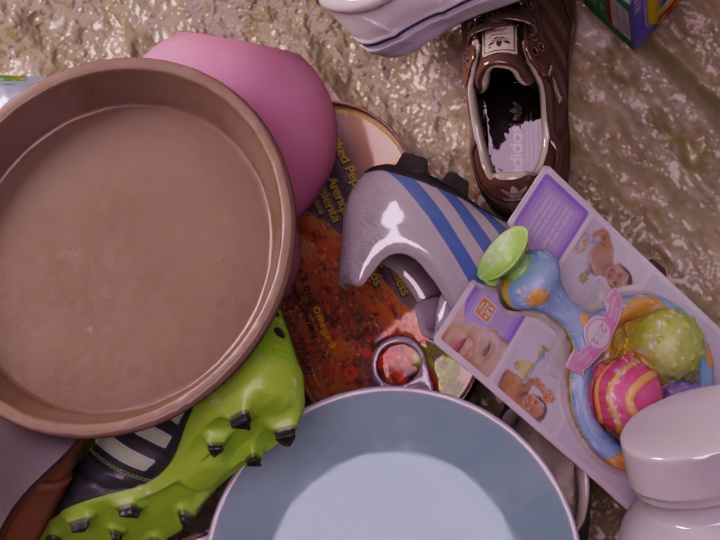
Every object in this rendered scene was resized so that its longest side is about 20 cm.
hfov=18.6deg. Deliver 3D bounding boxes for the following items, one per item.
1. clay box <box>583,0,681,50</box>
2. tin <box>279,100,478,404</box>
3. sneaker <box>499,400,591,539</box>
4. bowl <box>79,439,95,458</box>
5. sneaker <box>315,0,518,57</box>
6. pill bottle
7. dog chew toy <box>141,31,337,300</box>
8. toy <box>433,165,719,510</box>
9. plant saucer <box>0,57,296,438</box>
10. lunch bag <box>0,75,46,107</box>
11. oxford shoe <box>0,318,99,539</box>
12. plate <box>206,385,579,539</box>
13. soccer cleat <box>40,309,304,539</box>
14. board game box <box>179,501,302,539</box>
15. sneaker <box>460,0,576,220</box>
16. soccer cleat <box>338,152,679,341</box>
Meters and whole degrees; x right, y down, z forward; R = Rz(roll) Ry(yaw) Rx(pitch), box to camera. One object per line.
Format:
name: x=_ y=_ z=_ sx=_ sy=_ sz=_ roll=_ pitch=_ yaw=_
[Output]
clay box: x=0.203 y=-0.220 z=1.209 sx=0.048 sy=0.115 sz=0.200 roll=44 pitch=92 yaw=11
tin: x=0.000 y=0.000 z=1.252 sx=0.111 sy=0.042 sz=0.201 roll=-26 pitch=79 yaw=9
sneaker: x=0.090 y=0.157 z=1.189 sx=0.066 sy=0.090 sz=0.202 roll=4 pitch=83 yaw=9
bowl: x=-0.241 y=0.089 z=1.188 sx=0.198 sy=0.201 sz=0.108 roll=4 pitch=39 yaw=10
sneaker: x=0.051 y=-0.178 z=1.190 sx=0.199 sy=0.070 sz=0.074 roll=-32 pitch=47 yaw=39
pill bottle: x=0.195 y=0.166 z=1.123 sx=0.112 sy=0.113 sz=0.202 roll=-14 pitch=107 yaw=7
dog chew toy: x=-0.082 y=-0.025 z=1.196 sx=0.123 sy=0.124 sz=0.202 roll=11 pitch=94 yaw=10
toy: x=0.144 y=0.050 z=1.156 sx=0.200 sy=0.047 sz=0.116 roll=40 pitch=73 yaw=-18
plant saucer: x=-0.125 y=-0.010 z=1.102 sx=0.198 sy=0.029 sz=0.202 roll=-5 pitch=70 yaw=13
lunch bag: x=-0.214 y=-0.009 z=1.250 sx=0.168 sy=0.127 sz=0.202 roll=4 pitch=100 yaw=10
oxford shoe: x=-0.181 y=0.105 z=1.126 sx=0.071 sy=0.071 sz=0.201 roll=27 pitch=80 yaw=20
plate: x=0.017 y=0.161 z=1.139 sx=0.198 sy=0.026 sz=0.202 roll=-1 pitch=81 yaw=5
soccer cleat: x=-0.101 y=0.088 z=1.146 sx=0.200 sy=0.067 sz=0.082 roll=-36 pitch=45 yaw=33
board game box: x=-0.097 y=0.236 z=1.205 sx=0.198 sy=0.097 sz=0.161 roll=-20 pitch=80 yaw=6
sneaker: x=0.089 y=-0.130 z=1.235 sx=0.070 sy=0.076 sz=0.202 roll=-8 pitch=82 yaw=8
soccer cleat: x=0.078 y=0.010 z=1.199 sx=0.199 sy=0.070 sz=0.087 roll=22 pitch=74 yaw=-12
